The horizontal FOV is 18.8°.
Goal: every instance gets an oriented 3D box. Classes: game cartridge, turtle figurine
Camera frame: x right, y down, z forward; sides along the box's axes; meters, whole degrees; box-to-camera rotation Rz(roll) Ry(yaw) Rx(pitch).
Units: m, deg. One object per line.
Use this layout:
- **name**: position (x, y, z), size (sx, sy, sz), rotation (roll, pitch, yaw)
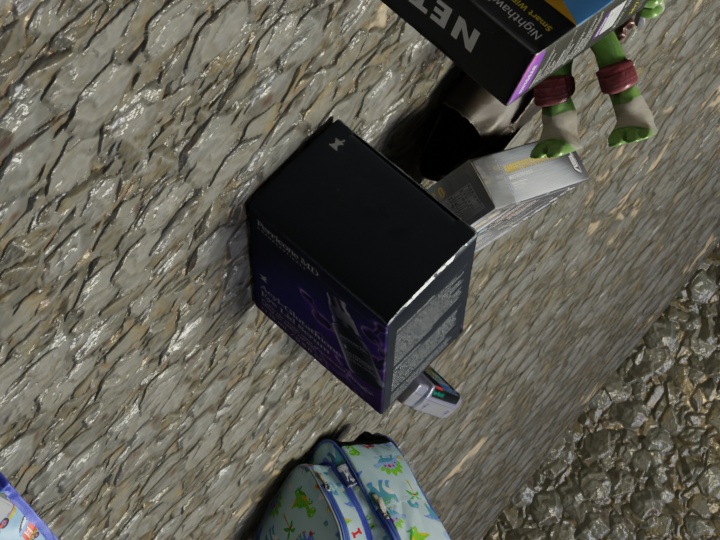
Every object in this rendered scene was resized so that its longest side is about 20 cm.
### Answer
- **game cartridge**: position (0.028, 0.080, 1.993), size (0.038, 0.130, 0.200), rotation (-51, 165, 3)
- **turtle figurine**: position (0.158, -0.186, 1.669), size (0.144, 0.194, 0.200), rotation (-14, -173, -10)

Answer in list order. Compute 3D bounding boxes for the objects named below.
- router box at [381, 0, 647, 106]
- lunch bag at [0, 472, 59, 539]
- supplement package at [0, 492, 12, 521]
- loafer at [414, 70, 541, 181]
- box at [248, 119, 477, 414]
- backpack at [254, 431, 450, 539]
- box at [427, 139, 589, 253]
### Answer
- **router box**: position (0.065, -0.203, 1.295), size (0.149, 0.200, 0.051), rotation (-37, 162, -40)
- **lunch bag**: position (-0.289, 0.226, 1.554), size (0.151, 0.094, 0.200), rotation (-46, 152, -13)
- **supplement package**: position (-0.291, 0.085, 0.956), size (0.151, 0.200, 0.152), rotation (-49, 164, -6)
- **loafer**: position (0.110, -0.141, 1.811), size (0.071, 0.073, 0.200), rotation (-34, 158, -52)
- **box**: position (0.000, 0.000, 1.695), size (0.104, 0.148, 0.200), rotation (-45, 163, -18)
- **backpack**: position (-0.008, 0.296, 2.264), size (0.147, 0.200, 0.183), rotation (-6, 138, -41)
- **box**: position (0.077, -0.039, 1.857), size (0.200, 0.048, 0.158), rotation (-35, 170, 36)
